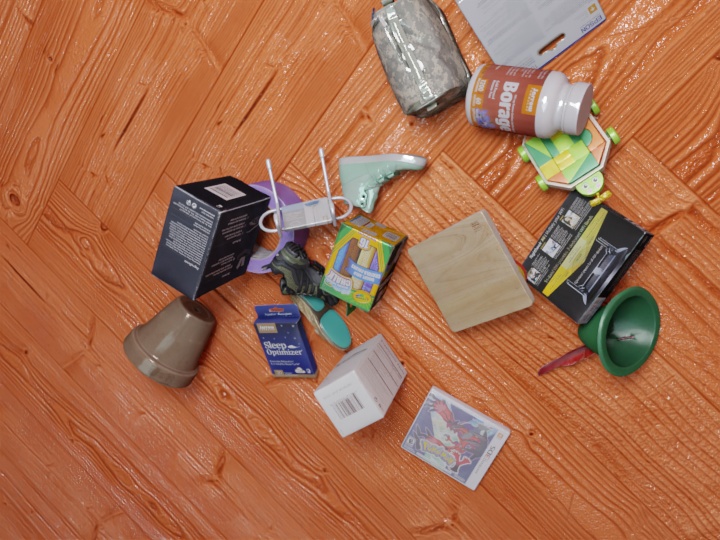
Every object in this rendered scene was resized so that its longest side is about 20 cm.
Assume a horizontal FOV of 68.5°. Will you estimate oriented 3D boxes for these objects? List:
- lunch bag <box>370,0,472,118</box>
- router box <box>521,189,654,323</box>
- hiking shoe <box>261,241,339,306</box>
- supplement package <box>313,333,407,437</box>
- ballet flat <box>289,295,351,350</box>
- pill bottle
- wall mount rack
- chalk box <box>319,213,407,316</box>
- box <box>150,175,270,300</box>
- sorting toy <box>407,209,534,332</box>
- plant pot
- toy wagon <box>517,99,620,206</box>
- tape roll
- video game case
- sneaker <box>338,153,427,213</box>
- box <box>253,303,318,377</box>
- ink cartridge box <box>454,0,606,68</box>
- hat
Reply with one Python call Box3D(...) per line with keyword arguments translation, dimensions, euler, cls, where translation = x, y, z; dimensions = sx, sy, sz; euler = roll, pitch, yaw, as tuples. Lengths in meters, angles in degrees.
Box3D(translation=(0.107, -0.390, 0.971), dimensions=(0.138, 0.168, 0.202), euler=(-23, 96, 23), cls="lunch bag")
Box3D(translation=(0.411, -0.027, 0.989), dimensions=(0.157, 0.052, 0.201), euler=(47, 119, 36), cls="router box")
Box3D(translation=(-0.130, 0.023, 1.184), dimensions=(0.100, 0.076, 0.200), euler=(-35, 125, 11), cls="hiking shoe")
Box3D(translation=(0.005, 0.247, 1.165), dimensions=(0.116, 0.200, 0.118), euler=(-34, 93, 24), cls="supplement package")
Box3D(translation=(-0.097, 0.107, 1.247), dimensions=(0.201, 0.070, 0.065), euler=(55, 141, 2), cls="ballet flat")
Box3D(translation=(0.296, -0.297, 0.935), dimensions=(0.198, 0.112, 0.114), euler=(20, 111, 31), cls="pill bottle")
Box3D(translation=(-0.120, -0.156, 1.084), dimensions=(0.197, 0.175, 0.075), euler=(-12, 145, -3), cls="wall mount rack")
Box3D(translation=(0.000, 0.000, 1.141), dimensions=(0.123, 0.125, 0.202), euler=(26, 110, 11), cls="chalk box")
Box3D(translation=(-0.307, -0.075, 1.098), dimensions=(0.116, 0.197, 0.202), euler=(28, 112, 10), cls="box")
Box3D(translation=(0.227, -0.002, 1.063), dimensions=(0.199, 0.069, 0.200), euler=(-28, 93, 45), cls="sorting toy")
Box3D(translation=(-0.461, 0.164, 1.329), dimensions=(0.200, 0.200, 0.175), euler=(40, 97, 5), cls="plant pot")
Box3D(translation=(0.385, -0.210, 0.959), dimensions=(0.154, 0.039, 0.202), euler=(-34, 67, 25), cls="toy wagon")
Box3D(translation=(-0.224, -0.101, 1.215), dimensions=(0.197, 0.085, 0.203), euler=(5, 106, 17), cls="tape roll")
Box3D(translation=(0.216, 0.390, 1.227), dimensions=(0.198, 0.023, 0.184), euler=(28, 112, 11), cls="video game case")
Box3D(translation=(0.048, -0.180, 1.099), dimensions=(0.198, 0.074, 0.120), euler=(1, 99, 29), cls="sneaker")
Box3D(translation=(-0.183, 0.173, 1.277), dimensions=(0.120, 0.032, 0.202), euler=(-3, 118, 21), cls="box")
Box3D(translation=(0.298, -0.461, 0.929), dimensions=(0.195, 0.044, 0.200), euler=(-33, 127, 23), cls="ink cartridge box")
Box3D(translation=(0.460, 0.113, 1.061), dimensions=(0.199, 0.176, 0.167), euler=(-34, 109, -19), cls="hat")
